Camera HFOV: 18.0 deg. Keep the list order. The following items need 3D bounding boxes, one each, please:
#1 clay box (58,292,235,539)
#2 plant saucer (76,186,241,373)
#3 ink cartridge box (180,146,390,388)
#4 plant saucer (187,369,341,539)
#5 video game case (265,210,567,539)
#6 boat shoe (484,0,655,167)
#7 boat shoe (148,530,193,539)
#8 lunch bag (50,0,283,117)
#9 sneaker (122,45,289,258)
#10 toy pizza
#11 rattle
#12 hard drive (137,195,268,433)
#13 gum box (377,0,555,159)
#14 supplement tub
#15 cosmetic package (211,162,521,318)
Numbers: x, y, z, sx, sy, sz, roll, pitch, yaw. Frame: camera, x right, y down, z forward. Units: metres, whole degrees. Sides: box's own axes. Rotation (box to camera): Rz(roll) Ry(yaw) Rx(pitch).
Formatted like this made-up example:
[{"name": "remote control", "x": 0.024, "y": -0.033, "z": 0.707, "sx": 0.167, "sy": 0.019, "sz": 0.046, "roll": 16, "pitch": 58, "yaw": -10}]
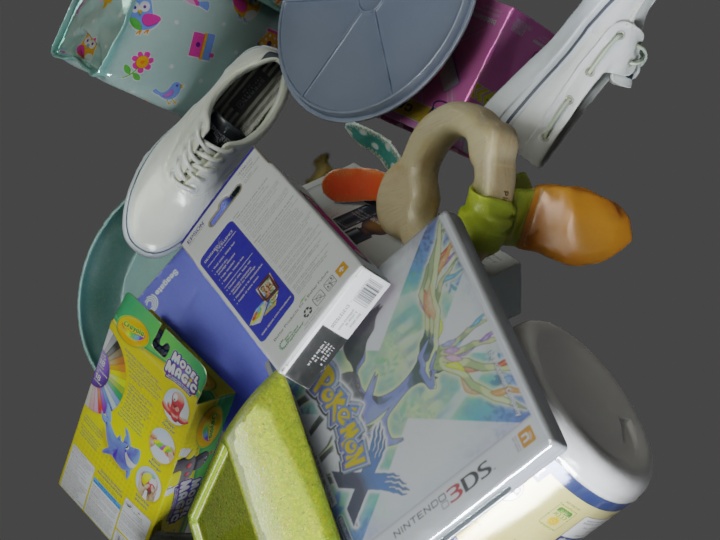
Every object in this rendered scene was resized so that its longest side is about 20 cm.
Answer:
[{"name": "clay box", "x": -0.168, "y": 0.124, "z": 1.812, "sx": 0.115, "sy": 0.047, "sz": 0.201, "roll": 42, "pitch": 125, "yaw": 31}, {"name": "plant saucer", "x": -0.142, "y": 0.020, "z": 1.875, "sx": 0.199, "sy": 0.036, "sz": 0.201, "roll": -7, "pitch": 76, "yaw": 27}, {"name": "ink cartridge box", "x": -0.057, "y": -0.005, "z": 1.622, "sx": 0.095, "sy": 0.037, "sz": 0.200, "roll": -52, "pitch": 39, "yaw": 8}, {"name": "plant saucer", "x": -0.069, "y": 0.202, "z": 1.596, "sx": 0.200, "sy": 0.048, "sz": 0.201, "roll": 116, "pitch": 140, "yaw": -56}, {"name": "video game case", "x": 0.032, "y": 0.089, "z": 1.531, "sx": 0.182, "sy": 0.022, "sz": 0.201, "roll": -40, "pitch": 52, "yaw": 23}, {"name": "boat shoe", "x": 0.179, "y": -0.160, "z": 1.673, "sx": 0.067, "sy": 0.074, "sz": 0.200, "roll": 46, "pitch": 106, "yaw": 11}, {"name": "boat shoe", "x": -0.084, "y": 0.220, "z": 1.749, "sx": 0.200, "sy": 0.074, "sz": 0.063, "roll": 1, "pitch": 70, "yaw": 38}, {"name": "lunch bag", "x": -0.133, "y": -0.230, "z": 1.883, "sx": 0.122, "sy": 0.170, "sz": 0.201, "roll": 28, "pitch": 94, "yaw": 55}, {"name": "sneaker", "x": -0.125, "y": -0.099, "z": 1.820, "sx": 0.201, "sy": 0.073, "sz": 0.071, "roll": -57, "pitch": 3, "yaw": -2}, {"name": "toy pizza", "x": 0.017, "y": -0.205, "z": 1.750, "sx": 0.199, "sy": 0.032, "sz": 0.201, "roll": -18, "pitch": 60, "yaw": 35}, {"name": "rattle", "x": 0.082, "y": -0.060, "z": 1.681, "sx": 0.200, "sy": 0.142, "sz": 0.131, "roll": -3, "pitch": 96, "yaw": 60}, {"name": "hard drive", "x": -0.084, "y": 0.055, "z": 1.800, "sx": 0.132, "sy": 0.025, "sz": 0.200, "roll": -48, "pitch": 63, "yaw": 11}, {"name": "gum box", "x": 0.045, "y": -0.169, "z": 1.780, "sx": 0.200, "sy": 0.066, "sz": 0.114, "roll": 28, "pitch": 92, "yaw": 43}, {"name": "supplement tub", "x": 0.087, "y": 0.145, "z": 1.576, "sx": 0.200, "sy": 0.144, "sz": 0.145, "roll": -40, "pitch": 52, "yaw": 23}, {"name": "cosmetic package", "x": 0.000, "y": 0.000, "z": 1.703, "sx": 0.200, "sy": 0.150, "sz": 0.052, "roll": 32, "pitch": 138, "yaw": 42}]
